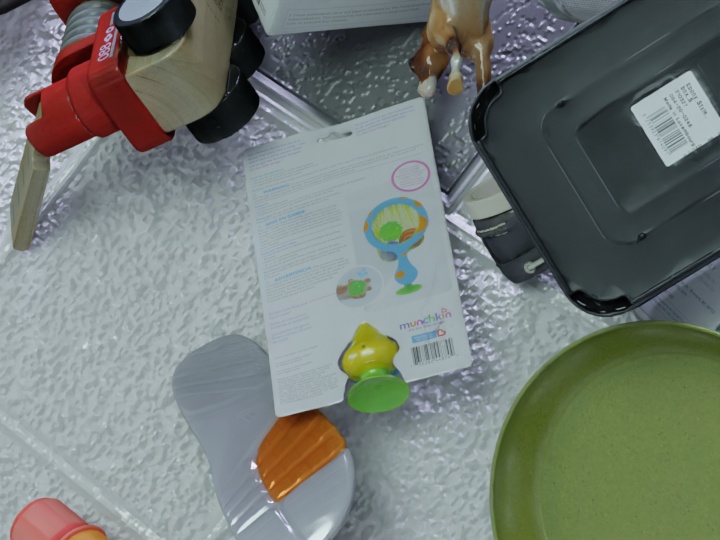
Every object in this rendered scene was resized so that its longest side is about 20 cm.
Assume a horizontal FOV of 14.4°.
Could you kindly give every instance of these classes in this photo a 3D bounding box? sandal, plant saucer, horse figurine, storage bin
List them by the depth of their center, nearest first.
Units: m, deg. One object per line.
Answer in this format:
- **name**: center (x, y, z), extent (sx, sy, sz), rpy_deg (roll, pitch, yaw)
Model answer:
- **storage bin**: center (0.170, -0.078, 1.461), extent (0.200, 0.094, 0.135), rpy_deg (-32, 86, 7)
- **plant saucer**: center (0.164, 0.123, 1.491), extent (0.200, 0.031, 0.201), rpy_deg (4, 98, 27)
- **horse figurine**: center (0.057, -0.167, 1.613), extent (0.050, 0.200, 0.133), rpy_deg (-2, 35, -3)
- **sandal**: center (-0.047, 0.108, 1.625), extent (0.079, 0.059, 0.207), rpy_deg (-31, 36, -1)

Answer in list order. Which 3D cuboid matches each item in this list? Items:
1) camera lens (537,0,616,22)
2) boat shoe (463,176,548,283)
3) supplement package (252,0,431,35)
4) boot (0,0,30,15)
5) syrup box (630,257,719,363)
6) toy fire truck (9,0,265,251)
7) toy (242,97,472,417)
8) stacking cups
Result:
- **camera lens**: center (0.193, -0.212, 1.598), extent (0.200, 0.160, 0.160), rpy_deg (9, 71, 27)
- **boat shoe**: center (0.161, -0.049, 1.611), extent (0.200, 0.073, 0.063), rpy_deg (-20, 103, 9)
- **supplement package**: center (0.002, -0.249, 1.665), extent (0.117, 0.200, 0.118), rpy_deg (-6, 56, -23)
- **boot**: center (-0.283, -0.194, 1.837), extent (0.200, 0.069, 0.189), rpy_deg (-19, 37, 18)
- **syrup box**: center (0.235, -0.031, 1.544), extent (0.200, 0.079, 0.081), rpy_deg (-45, 56, 0)
- **toy fire truck**: center (-0.158, -0.118, 1.747), extent (0.200, 0.129, 0.176), rpy_deg (-23, 34, 20)
- **toy**: center (0.000, 0.000, 1.650), extent (0.115, 0.047, 0.200), rpy_deg (-16, 48, 8)
- **stacking cups**: center (-0.123, 0.196, 1.621), extent (0.061, 0.061, 0.200), rpy_deg (-50, 52, -4)
